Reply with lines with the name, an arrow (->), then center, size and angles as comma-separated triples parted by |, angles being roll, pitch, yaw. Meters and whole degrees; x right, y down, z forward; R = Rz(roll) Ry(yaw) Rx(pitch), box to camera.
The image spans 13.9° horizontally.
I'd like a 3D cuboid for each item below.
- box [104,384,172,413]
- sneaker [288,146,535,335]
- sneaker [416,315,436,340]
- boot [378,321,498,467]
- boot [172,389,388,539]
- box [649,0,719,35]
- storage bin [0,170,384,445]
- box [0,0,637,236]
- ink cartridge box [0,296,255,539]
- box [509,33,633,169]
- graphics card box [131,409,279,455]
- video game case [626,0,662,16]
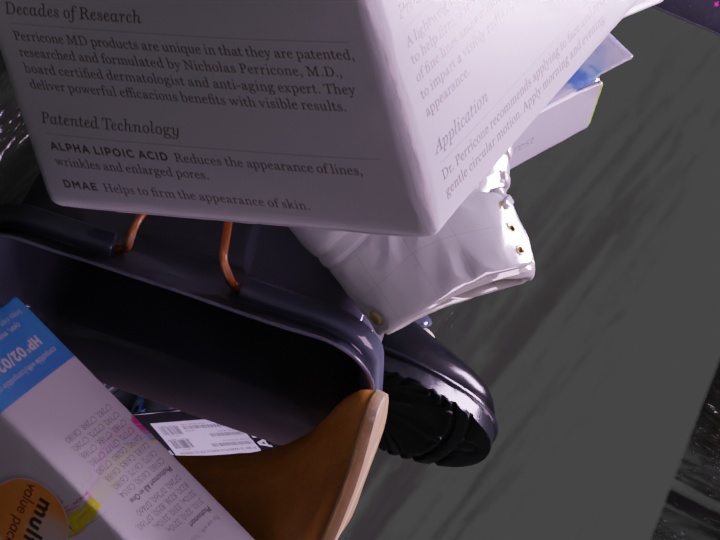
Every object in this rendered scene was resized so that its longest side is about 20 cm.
box -> -0.155, 0.119, 1.591 | 0.159, 0.046, 0.200 | -35, 149, -61
sneaker -> 0.050, -0.048, 1.347 | 0.200, 0.116, 0.074 | -38, -177, -32
sneaker -> -0.004, 0.045, 1.819 | 0.080, 0.129, 0.199 | -63, 166, 4
boot -> 0.000, 0.001, 1.596 | 0.073, 0.198, 0.163 | 117, -4, -53
boot -> -0.080, 0.104, 1.362 | 0.201, 0.144, 0.071 | -64, 178, 37
box -> 0.192, -0.222, 1.823 | 0.132, 0.200, 0.115 | -102, -144, -74
storage bin -> -0.066, -0.021, 1.391 | 0.146, 0.200, 0.134 | 90, 19, -61
box -> -0.020, -0.125, 1.251 | 0.199, 0.200, 0.131 | -48, 133, -43
ink cartridge box -> -0.130, 0.127, 1.326 | 0.115, 0.200, 0.068 | -47, 177, 34
box -> 0.031, -0.098, 1.581 | 0.200, 0.122, 0.048 | -28, 151, -28
graphics card box -> -0.141, 0.135, 1.490 | 0.200, 0.051, 0.126 | -3, 124, -41
video game case -> 0.113, -0.233, 1.690 | 0.143, 0.018, 0.200 | -24, 113, -42
